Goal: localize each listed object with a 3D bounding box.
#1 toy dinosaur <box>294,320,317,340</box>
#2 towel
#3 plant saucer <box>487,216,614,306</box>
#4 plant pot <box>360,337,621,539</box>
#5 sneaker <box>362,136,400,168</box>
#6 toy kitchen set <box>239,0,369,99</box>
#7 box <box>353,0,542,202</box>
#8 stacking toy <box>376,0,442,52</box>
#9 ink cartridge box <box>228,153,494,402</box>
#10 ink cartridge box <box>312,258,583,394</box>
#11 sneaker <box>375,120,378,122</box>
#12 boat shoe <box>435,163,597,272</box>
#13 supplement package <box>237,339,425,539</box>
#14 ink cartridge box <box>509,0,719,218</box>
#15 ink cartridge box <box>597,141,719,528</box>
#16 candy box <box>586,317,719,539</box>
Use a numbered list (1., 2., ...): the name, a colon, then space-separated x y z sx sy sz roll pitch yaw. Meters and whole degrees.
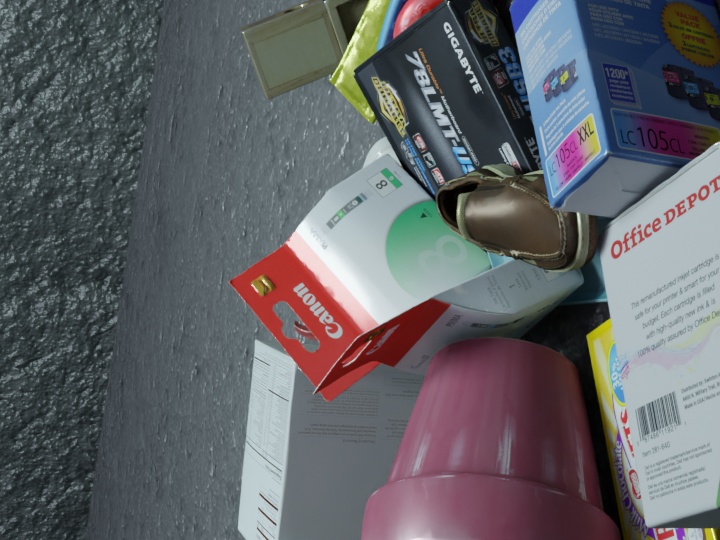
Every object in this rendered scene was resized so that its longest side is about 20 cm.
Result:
1. toy dinosaur: 0.017 0.019 1.116 0.182 0.197 0.106 71 173 -62
2. towel: 0.032 -0.263 1.120 0.086 0.018 0.202 51 125 35
3. plant saucer: 0.167 -0.006 0.880 0.199 0.019 0.071 -12 97 66
4. plant pot: 0.106 0.161 0.825 0.200 0.197 0.182 131 155 -55
5. sneaker: 0.023 -0.052 1.202 0.085 0.072 0.201 60 150 31
6. toy kitchen set: -0.067 -0.329 1.249 0.200 0.178 0.165 -122 11 -68
7. box: 0.092 -0.129 0.958 0.202 0.049 0.198 62 158 -6
8. stacking toy: 0.108 -0.194 1.009 0.202 0.114 0.111 62 145 35
9. ink cartridge box: 0.000 0.000 0.985 0.161 0.199 0.050 47 155 22
10. ink cartridge box: 0.069 0.057 0.874 0.048 0.198 0.160 60 156 12
11. sneaker: 0.070 -0.178 1.127 0.201 0.066 0.091 57 135 50
12. boat shoe: 0.109 -0.038 0.804 0.202 0.073 0.076 -149 52 -74
13. supplement package: -0.011 0.185 1.079 0.147 0.188 0.204 -170 86 -68
14. ink cartridge box: 0.185 -0.139 0.735 0.076 0.134 0.203 132 138 -53
15. ink cartridge box: 0.231 0.044 0.651 0.145 0.083 0.204 136 134 -58
16. candy box: 0.213 0.123 0.757 0.102 0.026 0.203 127 142 -58
